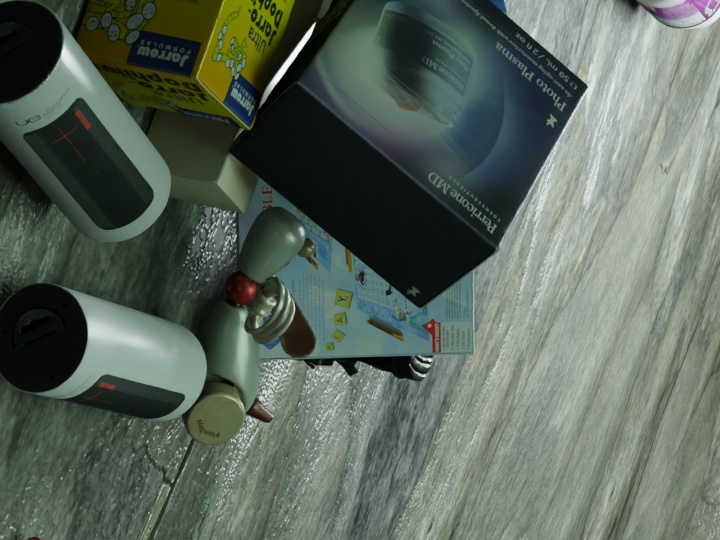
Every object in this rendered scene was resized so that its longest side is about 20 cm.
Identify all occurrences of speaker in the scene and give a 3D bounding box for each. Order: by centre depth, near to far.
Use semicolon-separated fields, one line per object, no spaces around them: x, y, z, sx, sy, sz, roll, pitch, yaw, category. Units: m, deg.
-0.201;-0.099;1.448;0.081;0.081;0.200;-68;156;-20;speaker
-0.191;0.062;1.571;0.200;0.081;0.082;26;78;-67;speaker

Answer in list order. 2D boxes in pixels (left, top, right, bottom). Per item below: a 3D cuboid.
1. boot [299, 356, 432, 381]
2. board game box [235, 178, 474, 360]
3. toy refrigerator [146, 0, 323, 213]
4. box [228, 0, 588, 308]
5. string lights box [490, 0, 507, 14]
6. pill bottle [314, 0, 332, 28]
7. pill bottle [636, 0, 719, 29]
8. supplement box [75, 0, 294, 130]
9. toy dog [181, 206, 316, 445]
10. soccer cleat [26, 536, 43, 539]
0.000;0.000;1.872;0.073;0.162;0.199;41;64;-64;boot
-0.005;-0.028;1.772;0.041;0.199;0.201;-135;-136;-82;board game box
-0.099;-0.152;1.676;0.070;0.076;0.201;50;56;-62;toy refrigerator
0.041;-0.117;1.639;0.123;0.200;0.199;-39;-164;52;box
0.092;-0.237;1.959;0.200;0.059;0.103;-97;-169;-48;string lights box
-0.003;-0.184;1.833;0.112;0.112;0.201;-23;122;-62;pill bottle
0.399;-0.366;2.659;0.200;0.112;0.113;18;86;-67;pill bottle
-0.115;-0.222;1.560;0.110;0.108;0.201;40;65;-65;supplement box
-0.081;0.055;1.696;0.096;0.200;0.132;19;38;-32;toy dog
-0.276;0.269;1.527;0.200;0.067;0.077;-37;104;-49;soccer cleat
